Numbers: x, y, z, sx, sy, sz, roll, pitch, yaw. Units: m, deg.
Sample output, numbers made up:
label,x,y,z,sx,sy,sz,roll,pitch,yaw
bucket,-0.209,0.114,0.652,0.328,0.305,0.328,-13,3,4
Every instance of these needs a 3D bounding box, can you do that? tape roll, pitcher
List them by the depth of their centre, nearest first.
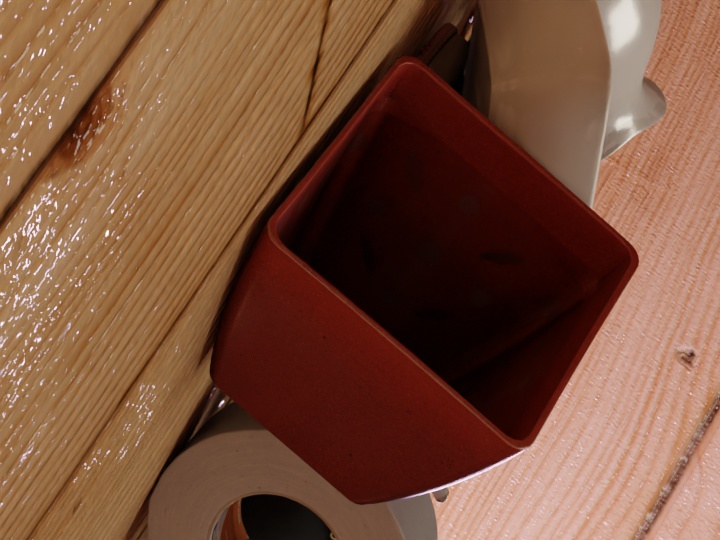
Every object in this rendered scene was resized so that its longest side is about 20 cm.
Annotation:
label,x,y,z,sx,sy,sz,roll,pitch,yaw
tape roll,-0.049,0.189,1.614,0.201,0.199,0.066,-60,175,27
pitcher,0.151,-0.159,1.682,0.172,0.121,0.201,-51,145,-29

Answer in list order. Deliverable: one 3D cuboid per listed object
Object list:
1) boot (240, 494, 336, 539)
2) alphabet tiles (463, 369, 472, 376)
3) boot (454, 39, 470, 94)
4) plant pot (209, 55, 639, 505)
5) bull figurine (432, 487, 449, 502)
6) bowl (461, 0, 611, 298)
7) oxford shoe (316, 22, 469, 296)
label,x,y,z,sx,sy,sz,roll,pitch,yaw
boot,-0.066,0.136,1.679,0.150,0.201,0.073,-21,-154,15
alphabet tiles,0.079,0.022,1.613,0.167,0.008,0.200,-39,-153,-10
boot,0.056,-0.100,1.764,0.097,0.075,0.201,-21,143,-55
plant pot,0.020,0.027,1.436,0.176,0.200,0.200,-46,-175,47
bull figurine,-0.016,0.214,1.773,0.065,0.121,0.201,12,-106,56
bowl,0.110,-0.097,1.539,0.201,0.074,0.201,-92,-172,-55
oxford shoe,0.039,-0.068,1.568,0.070,0.074,0.201,-8,122,-82
